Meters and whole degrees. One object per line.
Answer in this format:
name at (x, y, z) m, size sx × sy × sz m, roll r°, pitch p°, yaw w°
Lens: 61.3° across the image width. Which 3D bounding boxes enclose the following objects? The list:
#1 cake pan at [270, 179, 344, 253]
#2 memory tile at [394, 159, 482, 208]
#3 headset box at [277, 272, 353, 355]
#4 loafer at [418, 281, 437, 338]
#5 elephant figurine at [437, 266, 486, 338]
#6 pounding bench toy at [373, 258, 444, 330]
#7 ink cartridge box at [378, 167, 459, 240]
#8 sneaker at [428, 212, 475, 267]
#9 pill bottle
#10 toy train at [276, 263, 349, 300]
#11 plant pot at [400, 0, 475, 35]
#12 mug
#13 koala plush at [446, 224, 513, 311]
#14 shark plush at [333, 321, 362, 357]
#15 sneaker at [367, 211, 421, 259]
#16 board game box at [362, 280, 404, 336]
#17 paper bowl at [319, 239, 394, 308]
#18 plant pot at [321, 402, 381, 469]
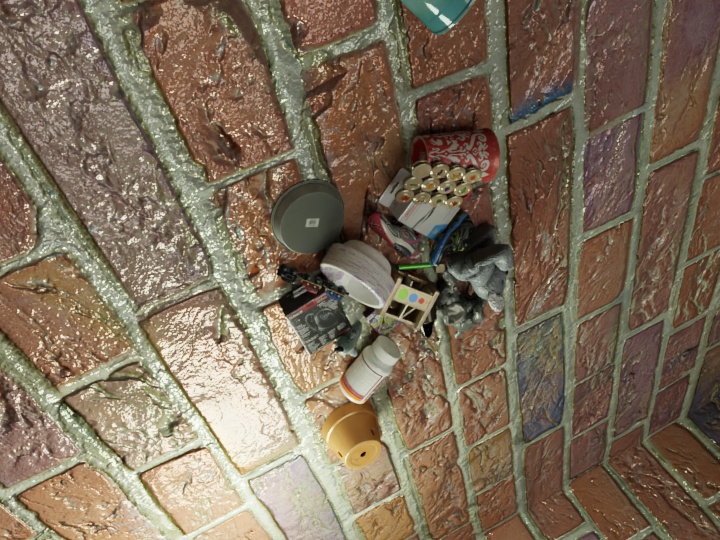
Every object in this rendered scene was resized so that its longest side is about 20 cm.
cake pan at (-0.124, -0.125, 1.508) m, size 0.196 × 0.037 × 0.204 m, roll -15°, pitch 130°, yaw -18°
memory tile at (0.192, -0.209, 1.499) m, size 0.195 × 0.017 × 0.154 m, roll 3°, pitch 145°, yaw -24°
headset box at (-0.125, 0.114, 1.664) m, size 0.147 × 0.078 × 0.202 m, roll -31°, pitch 132°, yaw -5°
loafer at (0.206, 0.121, 1.821) m, size 0.071 × 0.072 × 0.203 m, roll -18°, pitch 132°, yaw -16°
elephant figurine at (0.276, 0.098, 1.860) m, size 0.196 × 0.159 × 0.141 m, roll 21°, pitch 157°, yaw -27°
pounding bench toy at (0.126, 0.031, 1.690) m, size 0.153 × 0.125 × 0.203 m, roll 20°, pitch 107°, yaw -24°
ink cartridge box at (0.155, -0.172, 1.607) m, size 0.198 × 0.067 × 0.117 m, roll 23°, pitch 112°, yaw -39°
sneaker at (0.258, -0.079, 1.676) m, size 0.083 × 0.071 × 0.200 m, roll 47°, pitch 59°, yaw -7°
pill bottle at (0.030, 0.302, 1.860) m, size 0.108 × 0.111 × 0.201 m, roll 21°, pitch 117°, yaw -38°
toy train at (-0.123, 0.035, 1.568) m, size 0.196 × 0.034 × 0.047 m, roll 21°, pitch 90°, yaw -5°
plant pot at (0.131, -0.606, 1.190) m, size 0.185 × 0.201 × 0.202 m, roll 25°, pitch 111°, yaw -23°
mug at (0.233, -0.264, 1.528) m, size 0.195 × 0.133 × 0.183 m, roll -5°, pitch 98°, yaw -21°
koala plush at (0.362, 0.009, 1.784) m, size 0.181 × 0.179 × 0.202 m, roll -28°, pitch 124°, yaw 5°
shark plush at (-0.042, 0.191, 1.722) m, size 0.084 × 0.091 × 0.199 m, roll -49°, pitch 165°, yaw 11°
sneaker at (0.090, -0.108, 1.621) m, size 0.076 × 0.080 × 0.199 m, roll -56°, pitch 140°, yaw 0°
board game box at (0.113, 0.105, 1.823) m, size 0.198 × 0.032 × 0.121 m, roll -38°, pitch 131°, yaw 1°
paper bowl at (0.000, 0.000, 1.571) m, size 0.106 × 0.198 × 0.201 m, roll -59°, pitch 135°, yaw -16°
plant pot at (-0.015, 0.558, 2.022) m, size 0.196 × 0.141 × 0.204 m, roll -16°, pitch 131°, yaw -19°
